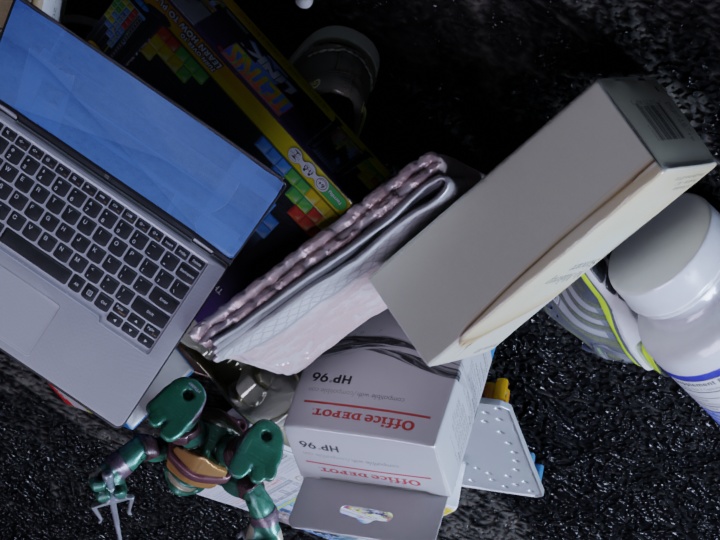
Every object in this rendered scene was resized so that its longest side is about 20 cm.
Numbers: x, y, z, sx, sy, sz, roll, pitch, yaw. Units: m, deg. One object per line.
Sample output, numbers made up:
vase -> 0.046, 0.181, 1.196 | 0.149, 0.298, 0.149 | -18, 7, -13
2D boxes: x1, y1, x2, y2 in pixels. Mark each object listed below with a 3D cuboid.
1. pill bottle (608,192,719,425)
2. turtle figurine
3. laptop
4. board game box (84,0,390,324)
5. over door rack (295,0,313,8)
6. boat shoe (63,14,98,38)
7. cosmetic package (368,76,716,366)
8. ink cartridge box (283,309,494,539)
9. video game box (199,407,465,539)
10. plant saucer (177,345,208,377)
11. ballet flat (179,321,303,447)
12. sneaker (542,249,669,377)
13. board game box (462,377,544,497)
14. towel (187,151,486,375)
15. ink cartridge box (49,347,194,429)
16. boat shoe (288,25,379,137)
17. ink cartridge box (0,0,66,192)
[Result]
pill bottle -> 0.254, 0.041, 1.445 | 0.112, 0.113, 0.200 | -19, 129, 42
turtle figurine -> -0.119, 0.143, 1.571 | 0.148, 0.102, 0.200 | 11, 155, -9
laptop -> -0.171, -0.028, 1.289 | 0.187, 0.201, 0.116 | 34, -174, -4
board game box -> -0.103, -0.078, 1.400 | 0.200, 0.057, 0.165 | 47, 127, 3
over door rack -> -0.080, -0.242, 1.269 | 0.199, 0.067, 0.148 | 30, 143, -14
boat shoe -> -0.149, -0.093, 1.505 | 0.075, 0.061, 0.200 | -19, 130, 42
cosmetic package -> 0.113, -0.031, 1.353 | 0.200, 0.103, 0.073 | -42, 75, 26
ink cartridge box -> 0.020, 0.088, 1.543 | 0.115, 0.201, 0.068 | 5, 143, 19
video game box -> -0.036, 0.163, 1.745 | 0.181, 0.047, 0.200 | 23, 157, -15
plant saucer -> -0.109, 0.016, 1.657 | 0.198, 0.032, 0.201 | 14, 145, 10
ballet flat -> -0.091, 0.063, 1.579 | 0.200, 0.070, 0.069 | 47, 140, -7
sneaker -> 0.152, 0.002, 1.481 | 0.080, 0.074, 0.201 | -1, 138, 34
board game box -> 0.035, 0.118, 1.689 | 0.198, 0.026, 0.200 | 7, 157, 16
towel -> 0.000, 0.000, 1.415 | 0.199, 0.032, 0.191 | -36, 168, 10
ink cartridge box -> -0.214, 0.045, 1.633 | 0.116, 0.067, 0.200 | 52, 163, -18
boat shoe -> -0.054, -0.073, 1.446 | 0.072, 0.061, 0.202 | 26, 129, -15
ink cartridge box -> -0.277, -0.149, 1.381 | 0.163, 0.202, 0.075 | 14, -173, 7
